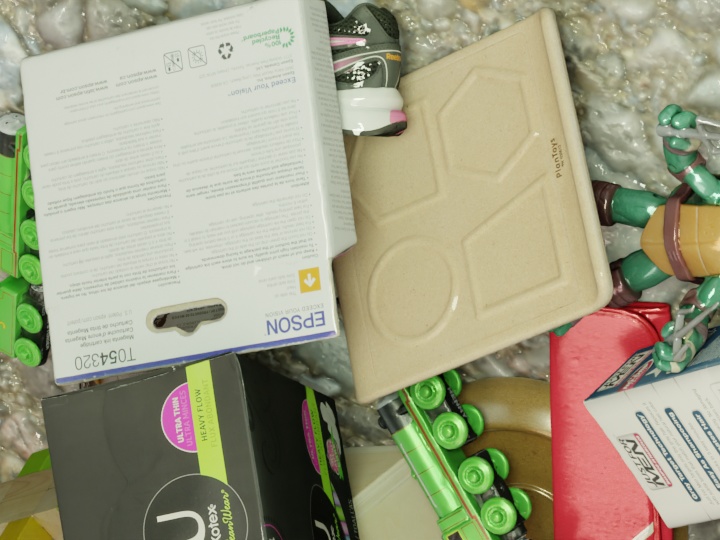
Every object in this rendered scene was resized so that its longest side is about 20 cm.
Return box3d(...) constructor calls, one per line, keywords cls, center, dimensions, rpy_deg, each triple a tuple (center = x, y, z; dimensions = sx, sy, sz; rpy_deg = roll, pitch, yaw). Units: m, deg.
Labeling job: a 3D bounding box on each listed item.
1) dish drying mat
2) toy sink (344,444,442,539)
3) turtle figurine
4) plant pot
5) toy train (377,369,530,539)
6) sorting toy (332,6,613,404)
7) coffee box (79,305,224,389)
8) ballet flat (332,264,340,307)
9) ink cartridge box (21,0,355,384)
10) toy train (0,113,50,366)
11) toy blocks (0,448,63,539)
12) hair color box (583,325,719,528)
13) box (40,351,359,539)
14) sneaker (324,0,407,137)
box3d(cls="dish drying mat", center=(0.156, 0.113, 1.695), dimensions=(0.077, 0.018, 0.200), rpy_deg=(3, 112, 15))
box3d(cls="toy sink", center=(0.003, 0.228, 1.789), dimensions=(0.130, 0.112, 0.200), rpy_deg=(-6, 113, 47))
box3d(cls="turtle figurine", center=(0.184, -0.016, 1.567), dimensions=(0.200, 0.101, 0.150), rpy_deg=(-5, 87, 45))
box3d(cls="plant pot", center=(0.114, 0.160, 1.772), dimensions=(0.200, 0.027, 0.200), rpy_deg=(14, 126, 20))
box3d(cls="toy train", center=(0.074, 0.150, 1.711), dimensions=(0.056, 0.042, 0.200), rpy_deg=(-32, 84, 24))
box3d(cls="sorting toy", center=(0.059, -0.035, 1.602), dimensions=(0.200, 0.036, 0.186), rpy_deg=(-26, 65, 36))
box3d(cls="coffee box", center=(-0.133, 0.036, 1.750), dimensions=(0.080, 0.114, 0.200), rpy_deg=(-10, 127, -17))
box3d(cls="ballet flat", center=(0.000, 0.000, 1.697), dimensions=(0.200, 0.067, 0.068), rpy_deg=(-15, 114, 34))
box3d(cls="ink cartridge box", center=(-0.100, -0.045, 1.590), dimensions=(0.196, 0.043, 0.200), rpy_deg=(-10, 84, 27))
box3d(cls="toy train", center=(-0.223, -0.021, 1.819), dimensions=(0.056, 0.042, 0.200), rpy_deg=(26, 130, 24))
box3d(cls="toy blocks", center=(-0.215, 0.212, 1.944), dimensions=(0.200, 0.100, 0.137), rpy_deg=(-18, 122, 40))
box3d(cls="hair color box", center=(0.230, 0.082, 1.569), dimensions=(0.100, 0.061, 0.200), rpy_deg=(56, 145, -10))
box3d(cls="box", center=(-0.086, 0.144, 1.606), dimensions=(0.124, 0.200, 0.149), rpy_deg=(-14, 75, 14))
box3d(cls="sneaker", center=(-0.052, -0.133, 1.644), dimensions=(0.200, 0.080, 0.087), rpy_deg=(10, 95, 30))
